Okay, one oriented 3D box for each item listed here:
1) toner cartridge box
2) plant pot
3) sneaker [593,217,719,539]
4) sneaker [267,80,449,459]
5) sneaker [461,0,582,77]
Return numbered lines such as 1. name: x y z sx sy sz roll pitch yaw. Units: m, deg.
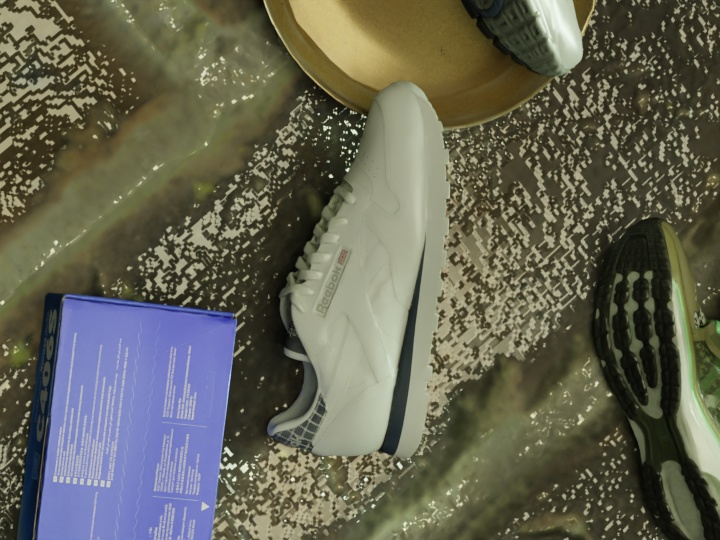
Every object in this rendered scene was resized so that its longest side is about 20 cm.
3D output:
1. toner cartridge box: -0.124 0.115 1.390 0.095 0.043 0.200 8 88 -18
2. plant pot: 0.034 -0.174 1.449 0.200 0.027 0.201 0 90 -20
3. sneaker: 0.192 0.062 1.495 0.088 0.077 0.200 -22 104 -31
4. sneaker: 0.000 0.000 1.411 0.080 0.076 0.200 5 96 -6
5. sneaker: 0.084 -0.200 1.417 0.087 0.074 0.200 -22 99 -23
